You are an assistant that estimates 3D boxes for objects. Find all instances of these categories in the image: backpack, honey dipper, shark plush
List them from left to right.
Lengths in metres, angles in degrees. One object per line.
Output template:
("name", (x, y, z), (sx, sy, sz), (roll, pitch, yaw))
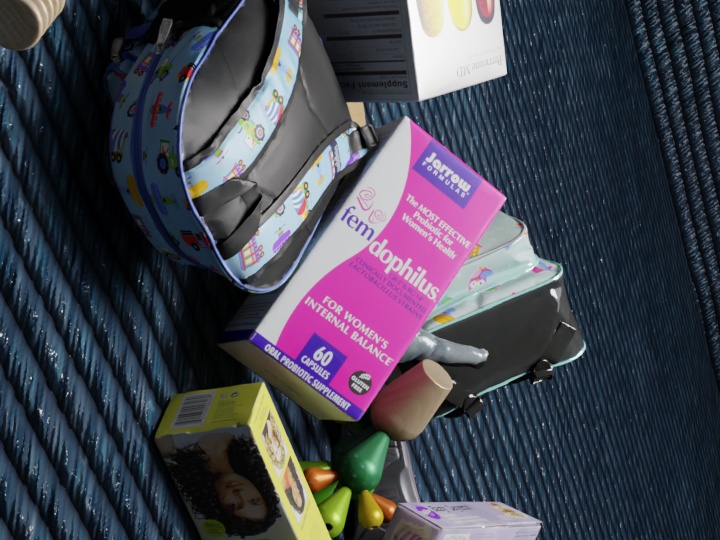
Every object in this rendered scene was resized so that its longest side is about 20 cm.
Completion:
("honey dipper", (-0.188, -0.198, 0.996), (0.200, 0.038, 0.038), (-75, 150, -55))
("backpack", (-0.095, -0.085, 1.053), (0.183, 0.134, 0.200), (65, 35, -36))
("shark plush", (0.004, 0.044, 1.233), (0.200, 0.083, 0.091), (31, 46, -5))
("backpack", (0.075, 0.028, 1.391), (0.154, 0.176, 0.200), (68, -14, -15))

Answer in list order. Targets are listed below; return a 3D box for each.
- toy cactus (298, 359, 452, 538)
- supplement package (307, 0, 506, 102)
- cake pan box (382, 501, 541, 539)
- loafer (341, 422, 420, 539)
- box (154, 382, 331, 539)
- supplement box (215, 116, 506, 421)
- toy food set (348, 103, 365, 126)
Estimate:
("toy cactus", (0.013, 0.141, 1.231), (0.102, 0.165, 0.200), (45, 24, 4))
("supplement package", (0.022, -0.228, 1.133), (0.114, 0.109, 0.200), (-23, 111, -46))
("cake pan box", (0.056, 0.280, 1.291), (0.200, 0.052, 0.185), (11, 102, -59))
("loafer", (0.026, 0.209, 1.367), (0.063, 0.072, 0.201), (-6, 89, -78))
("box", (-0.072, 0.174, 1.106), (0.050, 0.075, 0.200), (-73, 148, -53))
("supplement box", (0.000, 0.000, 1.149), (0.101, 0.103, 0.200), (37, 76, -12))
("toy food set", (-0.047, -0.142, 1.332), (0.198, 0.049, 0.200), (50, 38, -55))
